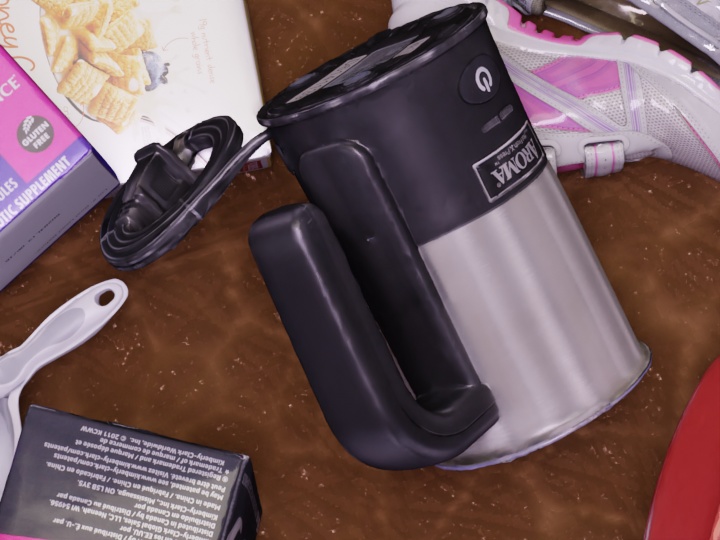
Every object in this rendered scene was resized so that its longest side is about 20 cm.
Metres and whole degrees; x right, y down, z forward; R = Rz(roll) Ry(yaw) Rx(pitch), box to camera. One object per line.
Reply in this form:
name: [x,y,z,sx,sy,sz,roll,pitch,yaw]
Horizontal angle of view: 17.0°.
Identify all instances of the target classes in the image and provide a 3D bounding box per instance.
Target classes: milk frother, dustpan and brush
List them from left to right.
dustpan and brush: [-0.193,0.070,1.164,0.200,0.057,0.140,-35,76,-9]
milk frother: [0.000,0.000,1.139,0.180,0.200,0.188,-33,104,-28]

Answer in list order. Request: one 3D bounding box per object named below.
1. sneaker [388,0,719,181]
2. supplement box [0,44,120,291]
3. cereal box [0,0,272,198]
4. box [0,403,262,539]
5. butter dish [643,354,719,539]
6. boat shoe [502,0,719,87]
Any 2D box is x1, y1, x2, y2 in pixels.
sneaker: [0.097,-0.073,1.197,0.200,0.081,0.088,18,78,13]
supplement box: [-0.221,-0.089,1.145,0.101,0.103,0.200,-43,84,-3]
cereal box: [-0.153,-0.105,1.218,0.200,0.040,0.144,-12,83,-2]
box: [-0.121,0.178,1.098,0.106,0.122,0.200,14,75,6]
butter dish: [0.200,0.116,1.106,0.200,0.148,0.200,30,71,-33]
boat shoe: [0.116,-0.143,1.217,0.202,0.074,0.065,18,70,0]
